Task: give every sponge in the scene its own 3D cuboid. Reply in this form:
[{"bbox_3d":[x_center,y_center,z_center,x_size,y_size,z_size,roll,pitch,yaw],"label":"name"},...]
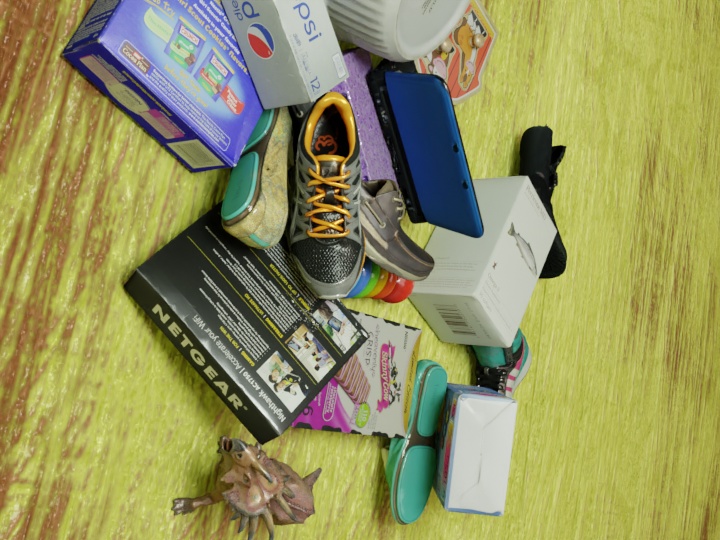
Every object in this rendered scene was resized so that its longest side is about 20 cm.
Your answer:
[{"bbox_3d":[0.005,-0.154,0.925,0.112,0.029,0.203,-51,130,-64],"label":"sponge"}]

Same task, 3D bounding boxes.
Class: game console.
[{"bbox_3d":[0.095,-0.161,0.956,0.171,0.117,0.202,-57,137,-49],"label":"game console"}]

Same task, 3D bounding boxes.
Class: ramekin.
[{"bbox_3d":[0.048,-0.323,0.854,0.200,0.105,0.201,-43,157,-23],"label":"ramekin"}]

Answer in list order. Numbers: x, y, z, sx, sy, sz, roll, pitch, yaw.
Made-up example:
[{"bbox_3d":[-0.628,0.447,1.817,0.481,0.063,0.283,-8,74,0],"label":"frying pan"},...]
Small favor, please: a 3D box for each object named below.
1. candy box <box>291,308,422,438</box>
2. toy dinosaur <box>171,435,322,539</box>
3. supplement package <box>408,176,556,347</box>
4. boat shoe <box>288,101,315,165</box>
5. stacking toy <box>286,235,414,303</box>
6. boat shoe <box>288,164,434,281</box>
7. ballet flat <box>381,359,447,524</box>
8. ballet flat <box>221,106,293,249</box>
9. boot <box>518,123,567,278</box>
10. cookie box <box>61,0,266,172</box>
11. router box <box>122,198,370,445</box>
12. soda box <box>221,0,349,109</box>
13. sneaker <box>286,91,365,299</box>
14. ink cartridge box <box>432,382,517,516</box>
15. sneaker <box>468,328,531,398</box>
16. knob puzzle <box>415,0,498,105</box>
[{"bbox_3d":[-0.017,0.116,0.915,0.199,0.060,0.139,18,79,-48],"label":"candy box"},{"bbox_3d":[-0.089,0.218,0.783,0.199,0.134,0.087,28,71,-46],"label":"toy dinosaur"},{"bbox_3d":[0.167,-0.014,1.076,0.117,0.116,0.202,49,56,-36],"label":"supplement package"},{"bbox_3d":[-0.053,-0.141,0.873,0.056,0.069,0.203,-18,116,-10],"label":"boat shoe"},{"bbox_3d":[0.000,0.000,0.921,0.199,0.084,0.087,15,81,-51],"label":"stacking toy"},{"bbox_3d":[0.015,-0.062,0.846,0.199,0.075,0.073,36,104,-27],"label":"boat shoe"},{"bbox_3d":[0.062,0.212,1.001,0.067,0.070,0.204,16,82,-36],"label":"ballet flat"},{"bbox_3d":[-0.093,-0.103,0.773,0.071,0.070,0.202,44,35,-39],"label":"ballet flat"},{"bbox_3d":[0.284,-0.105,1.232,0.201,0.075,0.170,59,39,-51],"label":"boot"},{"bbox_3d":[-0.151,-0.225,0.743,0.171,0.074,0.202,43,61,-40],"label":"cookie box"},{"bbox_3d":[-0.104,0.039,0.763,0.201,0.051,0.149,50,52,-4],"label":"router box"},{"bbox_3d":[-0.083,-0.253,0.711,0.063,0.068,0.202,-42,121,-39],"label":"soda box"},{"bbox_3d":[-0.033,-0.074,0.754,0.077,0.077,0.204,-2,80,-6],"label":"sneaker"},{"bbox_3d":[0.136,0.219,1.010,0.200,0.075,0.139,92,6,-86],"label":"ink cartridge box"},{"bbox_3d":[0.185,0.144,1.124,0.201,0.082,0.122,-61,137,-37],"label":"sneaker"},{"bbox_3d":[0.125,-0.317,1.083,0.218,0.030,0.224,-3,94,-48],"label":"knob puzzle"}]
